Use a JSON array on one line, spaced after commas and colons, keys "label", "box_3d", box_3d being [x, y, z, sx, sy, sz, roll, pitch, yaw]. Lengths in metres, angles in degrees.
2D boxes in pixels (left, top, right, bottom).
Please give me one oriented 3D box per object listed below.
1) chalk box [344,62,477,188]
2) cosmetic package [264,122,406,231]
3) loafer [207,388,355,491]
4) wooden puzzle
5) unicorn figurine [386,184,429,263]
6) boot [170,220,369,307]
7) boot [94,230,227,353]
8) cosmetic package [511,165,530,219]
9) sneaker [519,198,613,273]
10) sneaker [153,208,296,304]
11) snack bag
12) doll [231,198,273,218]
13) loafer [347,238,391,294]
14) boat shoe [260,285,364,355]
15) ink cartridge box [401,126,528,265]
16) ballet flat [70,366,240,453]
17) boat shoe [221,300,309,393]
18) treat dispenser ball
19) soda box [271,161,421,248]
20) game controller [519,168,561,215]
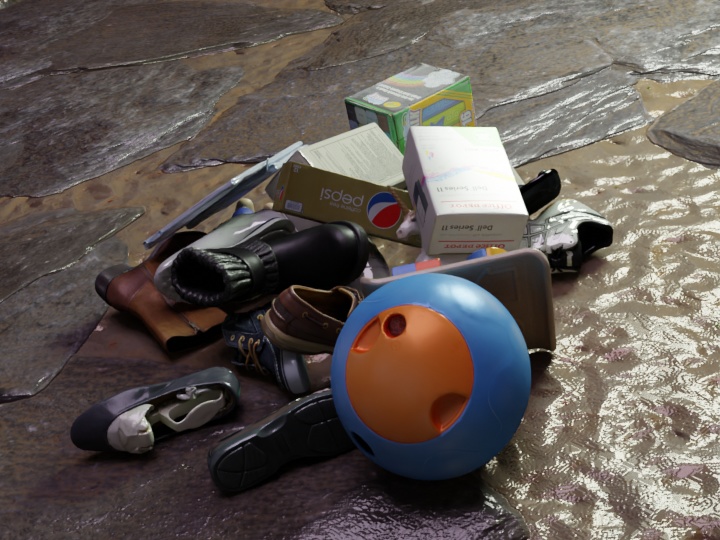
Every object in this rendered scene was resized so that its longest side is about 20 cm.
[{"label": "chalk box", "box_3d": [0.062, -0.209, 1.976, 0.199, 0.125, 0.124, -29, 33, -26]}, {"label": "cosmetic package", "box_3d": [-0.025, -0.121, 1.802, 0.087, 0.104, 0.199, -45, -11, 34]}, {"label": "loafer", "box_3d": [-0.072, 0.166, 1.403, 0.198, 0.073, 0.063, -21, 23, -11]}, {"label": "wooden puzzle", "box_3d": [0.108, 0.039, 1.435, 0.197, 0.186, 0.047, -8, 54, 6]}, {"label": "unicorn figurine", "box_3d": [0.095, 0.003, 1.578, 0.198, 0.074, 0.139, 21, 72, 23]}, {"label": "boot", "box_3d": [-0.108, -0.006, 1.579, 0.209, 0.081, 0.157, -17, -9, 36]}, {"label": "boot", "box_3d": [-0.226, 0.023, 1.737, 0.187, 0.069, 0.199, -18, 32, -36]}, {"label": "cosmetic package", "box_3d": [0.158, -0.113, 1.809, 0.102, 0.074, 0.201, -14, 28, -1]}, {"label": "sneaker", "box_3d": [0.226, -0.026, 1.618, 0.199, 0.076, 0.087, -31, 37, -25]}, {"label": "sneaker", "box_3d": [-0.181, -0.022, 1.715, 0.198, 0.077, 0.080, -23, 36, -23]}, {"label": "snack bag", "box_3d": [-0.179, -0.100, 1.776, 0.188, 0.022, 0.200, -31, 4, 31]}, {"label": "doll", "box_3d": [-0.141, -0.032, 1.813, 0.134, 0.049, 0.201, 9, 30, -5]}, {"label": "loafer", "box_3d": [0.000, 0.000, 1.672, 0.069, 0.071, 0.200, -18, 28, -11]}, {"label": "boat shoe", "box_3d": [-0.016, 0.057, 1.496, 0.198, 0.068, 0.072, 9, 34, -36]}, {"label": "ink cartridge box", "box_3d": [0.125, -0.081, 1.551, 0.115, 0.068, 0.202, -1, 46, -13]}, {"label": "ballet flat", "box_3d": [-0.225, 0.162, 1.477, 0.198, 0.074, 0.073, -18, 28, -14]}, {"label": "boat shoe", "box_3d": [-0.113, 0.096, 1.553, 0.090, 0.072, 0.201, -14, 20, -1]}, {"label": "treat dispenser ball", "box_3d": [0.069, 0.104, 1.308, 0.198, 0.203, 0.202, -10, 28, 5]}, {"label": "soda box", "box_3d": [-0.006, -0.081, 1.659, 0.197, 0.065, 0.068, 15, -1, -14]}, {"label": "game controller", "box_3d": [0.165, -0.066, 1.663, 0.199, 0.042, 0.104, -34, -14, 10]}]
